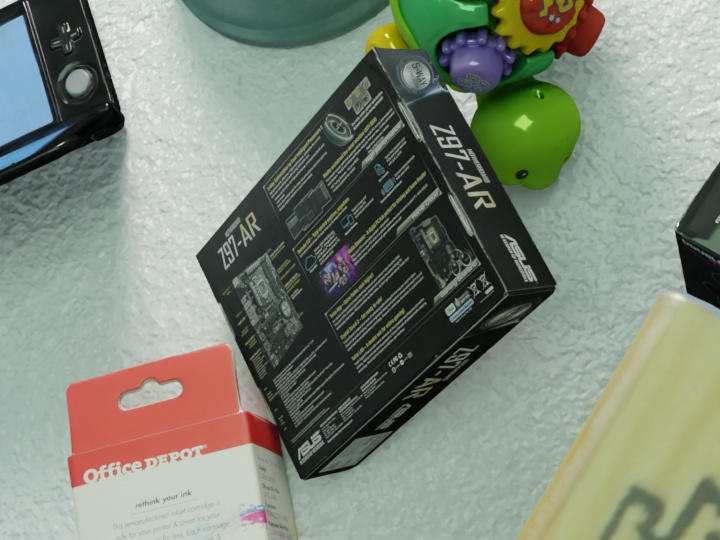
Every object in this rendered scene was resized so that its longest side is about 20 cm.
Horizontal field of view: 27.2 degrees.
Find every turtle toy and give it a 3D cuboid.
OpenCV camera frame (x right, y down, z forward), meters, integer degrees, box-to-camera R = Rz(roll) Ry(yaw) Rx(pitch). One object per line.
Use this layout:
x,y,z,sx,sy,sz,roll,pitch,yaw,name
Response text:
0.083,-0.144,0.852,0.145,0.201,0.101,-23,34,-24,turtle toy

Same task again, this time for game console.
-0.267,-0.098,0.962,0.199,0.116,0.177,-23,70,9,game console

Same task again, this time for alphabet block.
0.188,0.156,0.717,0.196,0.195,0.201,30,86,23,alphabet block

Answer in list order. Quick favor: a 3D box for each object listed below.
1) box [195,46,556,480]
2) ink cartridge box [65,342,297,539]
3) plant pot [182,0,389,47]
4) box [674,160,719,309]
0.000,0.000,0.839,0.200,0.043,0.161,-46,62,38,box
-0.100,0.156,0.868,0.115,0.067,0.202,-14,72,12,ink cartridge box
-0.060,-0.260,0.935,0.199,0.134,0.202,-5,73,16,plant pot
0.279,0.002,0.754,0.199,0.149,0.125,34,85,22,box
